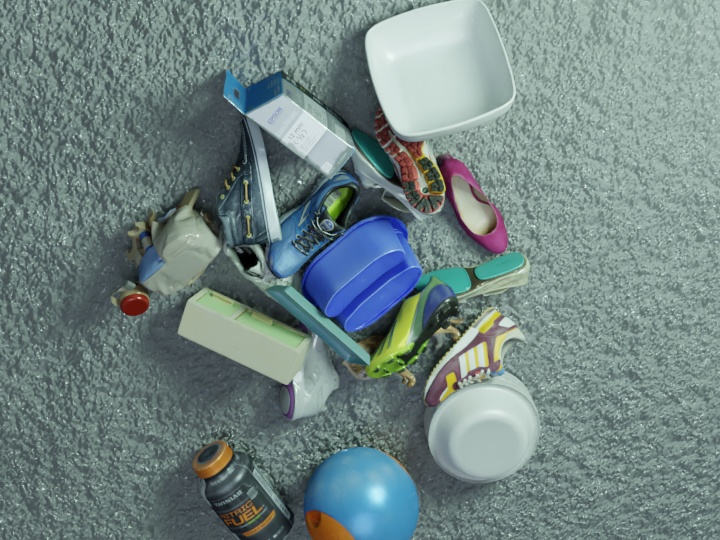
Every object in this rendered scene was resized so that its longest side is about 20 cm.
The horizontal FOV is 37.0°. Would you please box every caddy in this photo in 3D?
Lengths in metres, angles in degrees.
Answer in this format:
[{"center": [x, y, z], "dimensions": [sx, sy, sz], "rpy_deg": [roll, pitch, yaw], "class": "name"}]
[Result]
[{"center": [0.000, 0.000, 1.718], "dimensions": [0.200, 0.105, 0.141], "rpy_deg": [-39, 143, 7], "class": "caddy"}]

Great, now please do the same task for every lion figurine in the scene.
[{"center": [0.072, 0.118, 1.811], "dimensions": [0.122, 0.072, 0.200], "rpy_deg": [43, 89, -12], "class": "lion figurine"}]

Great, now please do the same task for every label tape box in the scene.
[{"center": [-0.106, -0.236, 1.591], "dimensions": [0.200, 0.144, 0.066], "rpy_deg": [38, 106, -19], "class": "label tape box"}]

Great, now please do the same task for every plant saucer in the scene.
[{"center": [-0.064, 0.086, 1.714], "dimensions": [0.200, 0.070, 0.019], "rpy_deg": [42, 70, -26], "class": "plant saucer"}]

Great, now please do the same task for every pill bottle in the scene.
[{"center": [-0.209, 0.390, 1.872], "dimensions": [0.106, 0.106, 0.201], "rpy_deg": [-31, 112, 8], "class": "pill bottle"}]

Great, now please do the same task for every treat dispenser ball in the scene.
[{"center": [0.001, 0.405, 1.846], "dimensions": [0.199, 0.201, 0.203], "rpy_deg": [-2, 114, -5], "class": "treat dispenser ball"}]

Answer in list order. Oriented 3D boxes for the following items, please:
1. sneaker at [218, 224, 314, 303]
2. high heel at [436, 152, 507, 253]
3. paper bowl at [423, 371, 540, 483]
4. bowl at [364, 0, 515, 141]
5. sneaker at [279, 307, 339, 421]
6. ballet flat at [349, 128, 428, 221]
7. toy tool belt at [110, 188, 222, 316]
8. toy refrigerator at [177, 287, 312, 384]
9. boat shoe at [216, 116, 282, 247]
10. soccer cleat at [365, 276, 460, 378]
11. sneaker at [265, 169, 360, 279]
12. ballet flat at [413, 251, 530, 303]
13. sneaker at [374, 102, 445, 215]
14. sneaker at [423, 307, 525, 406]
[{"center": [-0.151, 0.003, 1.726], "dimensions": [0.200, 0.081, 0.075], "rpy_deg": [41, 102, -21], "class": "sneaker"}, {"center": [0.184, -0.095, 1.705], "dimensions": [0.067, 0.096, 0.201], "rpy_deg": [-27, 113, 6], "class": "high heel"}, {"center": [0.213, 0.278, 1.866], "dimensions": [0.198, 0.105, 0.202], "rpy_deg": [-2, 114, -3], "class": "paper bowl"}, {"center": [0.116, -0.286, 1.592], "dimensions": [0.198, 0.075, 0.201], "rpy_deg": [-15, 71, -1], "class": "bowl"}, {"center": [-0.079, 0.154, 1.814], "dimensions": [0.099, 0.075, 0.202], "rpy_deg": [-1, 113, -31], "class": "sneaker"}, {"center": [0.042, -0.141, 1.695], "dimensions": [0.199, 0.070, 0.070], "rpy_deg": [35, 106, -19], "class": "ballet flat"}, {"center": [-0.311, -0.031, 1.692], "dimensions": [0.200, 0.124, 0.125], "rpy_deg": [-39, 139, 20], "class": "toy tool belt"}, {"center": [-0.185, 0.101, 1.731], "dimensions": [0.199, 0.076, 0.070], "rpy_deg": [24, 111, 8], "class": "toy refrigerator"}, {"center": [-0.181, -0.136, 1.638], "dimensions": [0.090, 0.071, 0.202], "rpy_deg": [-10, 89, -3], "class": "boat shoe"}, {"center": [0.077, 0.094, 1.741], "dimensions": [0.200, 0.084, 0.065], "rpy_deg": [-46, 145, 17], "class": "soccer cleat"}, {"center": [-0.073, -0.071, 1.670], "dimensions": [0.078, 0.089, 0.201], "rpy_deg": [37, 89, -23], "class": "sneaker"}, {"center": [0.186, 0.026, 1.778], "dimensions": [0.198, 0.068, 0.063], "rpy_deg": [-13, 135, 2], "class": "ballet flat"}, {"center": [0.076, -0.174, 1.646], "dimensions": [0.077, 0.082, 0.202], "rpy_deg": [-17, 78, 6], "class": "sneaker"}, {"center": [0.188, 0.160, 1.791], "dimensions": [0.090, 0.075, 0.200], "rpy_deg": [38, 89, 18], "class": "sneaker"}]
